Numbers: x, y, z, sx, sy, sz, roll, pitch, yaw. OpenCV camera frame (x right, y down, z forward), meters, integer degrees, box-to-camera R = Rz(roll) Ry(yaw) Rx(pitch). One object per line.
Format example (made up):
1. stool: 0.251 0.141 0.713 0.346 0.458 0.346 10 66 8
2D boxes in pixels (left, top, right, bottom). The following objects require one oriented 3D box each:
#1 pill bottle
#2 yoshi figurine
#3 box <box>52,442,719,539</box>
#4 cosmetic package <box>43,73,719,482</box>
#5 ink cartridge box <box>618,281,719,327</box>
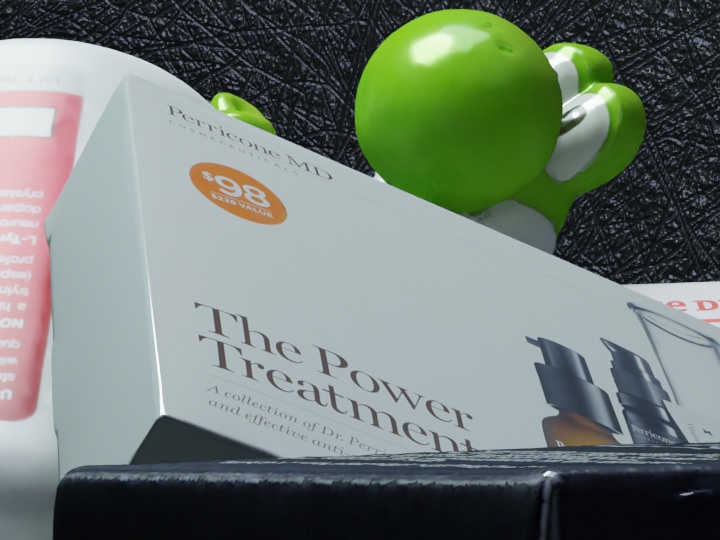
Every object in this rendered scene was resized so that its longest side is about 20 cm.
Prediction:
1. pill bottle: -0.085 0.046 0.711 0.112 0.201 0.113 1 -45 1
2. yoshi figurine: -0.008 -0.011 0.860 0.200 0.113 0.112 -38 3 1
3. box: 0.068 0.080 0.473 0.199 0.105 0.148 1 -4 -32
4. cosmetic package: 0.029 0.044 0.642 0.199 0.052 0.151 22 23 -20
5. ink cartridge box: 0.099 0.063 0.818 0.116 0.068 0.200 -1 34 -10
